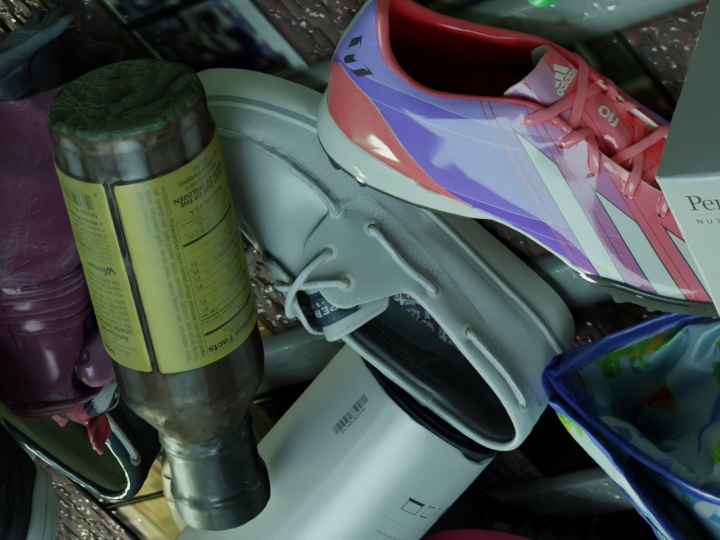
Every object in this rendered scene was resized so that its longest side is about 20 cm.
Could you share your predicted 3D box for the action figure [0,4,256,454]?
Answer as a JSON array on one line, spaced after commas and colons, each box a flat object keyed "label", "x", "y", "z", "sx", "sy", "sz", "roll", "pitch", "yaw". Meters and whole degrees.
[{"label": "action figure", "x": -0.130, "y": 0.001, "z": 1.023, "sx": 0.134, "sy": 0.149, "sz": 0.200, "roll": -1, "pitch": 124, "yaw": 17}]

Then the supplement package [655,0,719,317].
[{"label": "supplement package", "x": 0.214, "y": -0.053, "z": 0.776, "sx": 0.200, "sy": 0.156, "sz": 0.111, "roll": -4, "pitch": 135, "yaw": 30}]

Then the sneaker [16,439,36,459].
[{"label": "sneaker", "x": -0.202, "y": 0.093, "z": 1.136, "sx": 0.075, "sy": 0.200, "sz": 0.081, "roll": -41, "pitch": 99, "yaw": 15}]

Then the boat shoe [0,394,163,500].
[{"label": "boat shoe", "x": -0.165, "y": 0.028, "z": 1.131, "sx": 0.200, "sy": 0.060, "sz": 0.076, "roll": 35, "pitch": 141, "yaw": -17}]

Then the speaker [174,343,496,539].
[{"label": "speaker", "x": -0.033, "y": 0.122, "z": 1.089, "sx": 0.081, "sy": 0.081, "sz": 0.200, "roll": 35, "pitch": 108, "yaw": -17}]

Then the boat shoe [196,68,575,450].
[{"label": "boat shoe", "x": 0.000, "y": 0.000, "z": 1.011, "sx": 0.200, "sy": 0.069, "sz": 0.072, "roll": 42, "pitch": 138, "yaw": -24}]

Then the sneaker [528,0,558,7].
[{"label": "sneaker", "x": -0.007, "y": -0.146, "z": 0.827, "sx": 0.200, "sy": 0.084, "sz": 0.074, "roll": 20, "pitch": 143, "yaw": 3}]

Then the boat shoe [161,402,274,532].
[{"label": "boat shoe", "x": -0.037, "y": 0.123, "z": 1.195, "sx": 0.073, "sy": 0.063, "sz": 0.200, "roll": 16, "pitch": 141, "yaw": 32}]

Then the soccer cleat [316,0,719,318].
[{"label": "soccer cleat", "x": 0.082, "y": -0.043, "z": 0.927, "sx": 0.200, "sy": 0.068, "sz": 0.073, "roll": 21, "pitch": 138, "yaw": 4}]

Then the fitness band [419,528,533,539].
[{"label": "fitness band", "x": 0.091, "y": 0.188, "z": 1.101, "sx": 0.200, "sy": 0.037, "sz": 0.144, "roll": 30, "pitch": 137, "yaw": 0}]

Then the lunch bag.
[{"label": "lunch bag", "x": 0.187, "y": 0.095, "z": 1.005, "sx": 0.200, "sy": 0.128, "sz": 0.170, "roll": 7, "pitch": 147, "yaw": 42}]

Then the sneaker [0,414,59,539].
[{"label": "sneaker", "x": -0.205, "y": 0.044, "z": 1.020, "sx": 0.200, "sy": 0.075, "sz": 0.114, "roll": 43, "pitch": 176, "yaw": 35}]

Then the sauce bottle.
[{"label": "sauce bottle", "x": -0.073, "y": 0.015, "z": 0.990, "sx": 0.065, "sy": 0.065, "sz": 0.200, "roll": 5, "pitch": 127, "yaw": 20}]

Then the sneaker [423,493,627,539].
[{"label": "sneaker", "x": 0.080, "y": 0.135, "z": 1.153, "sx": 0.200, "sy": 0.075, "sz": 0.079, "roll": 39, "pitch": 110, "yaw": -11}]
